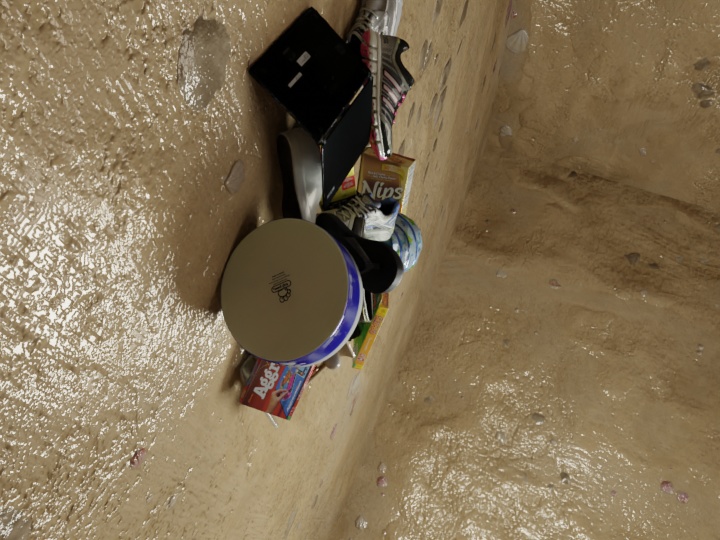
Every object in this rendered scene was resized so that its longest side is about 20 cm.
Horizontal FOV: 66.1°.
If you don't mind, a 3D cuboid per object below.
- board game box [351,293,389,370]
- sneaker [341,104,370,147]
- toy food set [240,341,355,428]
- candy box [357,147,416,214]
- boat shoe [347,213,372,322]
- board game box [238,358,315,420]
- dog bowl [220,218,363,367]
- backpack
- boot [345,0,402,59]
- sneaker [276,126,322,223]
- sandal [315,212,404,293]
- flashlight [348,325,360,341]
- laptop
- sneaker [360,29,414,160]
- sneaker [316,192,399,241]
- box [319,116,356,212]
[{"bbox_3d":[0.021,0.096,1.101,0.097,0.029,0.203,-87,-169,-49],"label":"board game box"},{"bbox_3d":[-0.026,-0.265,0.945,0.200,0.074,0.072,21,89,-76],"label":"sneaker"},{"bbox_3d":[-0.109,0.172,0.999,0.199,0.060,0.146,-40,129,-19],"label":"toy food set"},{"bbox_3d":[0.052,-0.169,1.273,0.056,0.113,0.204,-52,156,-52],"label":"candy box"},{"bbox_3d":[0.000,0.000,0.952,0.072,0.059,0.206,-68,165,-57],"label":"boat shoe"},{"bbox_3d":[-0.122,0.147,0.949,0.101,0.019,0.204,27,87,-31],"label":"board game box"},{"bbox_3d":[-0.098,0.033,0.795,0.079,0.195,0.205,40,70,-71],"label":"dog bowl"},{"bbox_3d":[0.035,-0.063,1.176,0.153,0.195,0.167,-35,143,-64],"label":"backpack"},{"bbox_3d":[0.018,-0.413,0.941,0.095,0.072,0.205,-38,138,-50],"label":"boot"},{"bbox_3d":[-0.077,-0.125,0.866,0.083,0.072,0.204,-25,135,-30],"label":"sneaker"},{"bbox_3d":[-0.015,-0.024,0.853,0.042,0.198,0.078,-3,117,-47],"label":"sandal"},{"bbox_3d":[-0.039,0.107,1.200,0.200,0.066,0.070,-148,-143,-76],"label":"flashlight"},{"bbox_3d":[-0.061,-0.232,0.797,0.102,0.199,0.179,-27,-154,50],"label":"laptop"},{"bbox_3d":[0.050,-0.289,0.914,0.074,0.085,0.207,-137,-138,-75],"label":"sneaker"},{"bbox_3d":[-0.008,-0.102,0.991,0.197,0.078,0.086,-12,145,-42],"label":"sneaker"},{"bbox_3d":[-0.047,-0.170,0.966,0.202,0.073,0.051,84,-12,-59],"label":"box"}]
